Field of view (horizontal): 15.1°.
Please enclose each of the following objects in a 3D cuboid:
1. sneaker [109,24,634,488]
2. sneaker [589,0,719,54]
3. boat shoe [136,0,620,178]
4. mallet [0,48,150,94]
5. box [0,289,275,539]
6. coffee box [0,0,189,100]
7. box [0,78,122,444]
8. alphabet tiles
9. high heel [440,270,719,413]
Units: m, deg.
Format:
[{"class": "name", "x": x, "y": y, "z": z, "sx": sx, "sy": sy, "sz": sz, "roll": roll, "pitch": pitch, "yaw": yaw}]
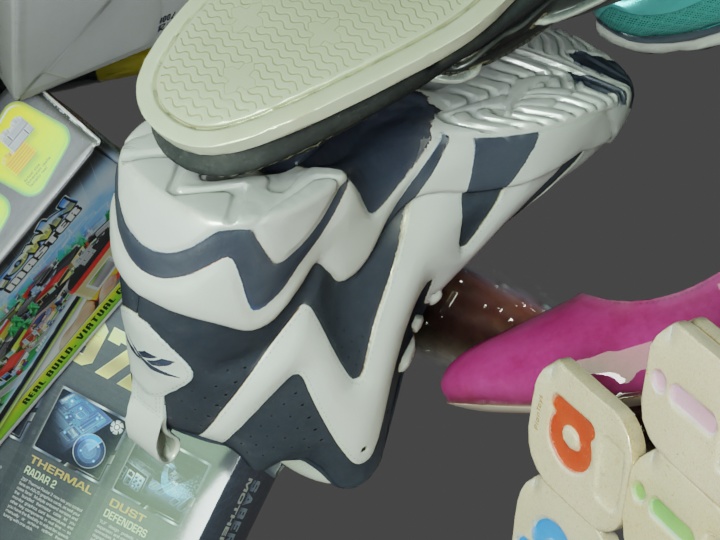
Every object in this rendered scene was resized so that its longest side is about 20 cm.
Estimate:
[{"class": "sneaker", "x": 0.000, "y": 0.000, "z": 0.839, "sx": 0.079, "sy": 0.199, "sz": 0.130, "roll": 32, "pitch": 129, "yaw": 25}, {"class": "sneaker", "x": 0.153, "y": -0.138, "z": 0.847, "sx": 0.199, "sy": 0.080, "sz": 0.078, "roll": -29, "pitch": 78, "yaw": 10}, {"class": "boat shoe", "x": 0.025, "y": -0.077, "z": 0.780, "sx": 0.199, "sy": 0.068, "sz": 0.072, "roll": -34, "pitch": 54, "yaw": -23}, {"class": "mallet", "x": -0.083, "y": -0.068, "z": 0.903, "sx": 0.198, "sy": 0.066, "sz": 0.041, "roll": -8, "pitch": 104, "yaw": 14}, {"class": "box", "x": -0.138, "y": 0.063, "z": 0.908, "sx": 0.199, "sy": 0.051, "sz": 0.159, "roll": 26, "pitch": 88, "yaw": 15}, {"class": "coffee box", "x": -0.098, "y": -0.164, "z": 0.805, "sx": 0.114, "sy": 0.080, "sz": 0.200, "roll": -24, "pitch": 62, "yaw": -21}, {"class": "box", "x": -0.140, "y": 0.038, "z": 0.829, "sx": 0.035, "sy": 0.110, "sz": 0.200, "roll": 40, "pitch": 90, "yaw": 15}, {"class": "alphabet tiles", "x": 0.102, "y": 0.119, "z": 0.751, "sx": 0.196, "sy": 0.015, "sz": 0.201, "roll": 42, "pitch": 135, "yaw": 47}, {"class": "high heel", "x": 0.116, "y": -0.014, "z": 0.848, "sx": 0.198, "sy": 0.067, "sz": 0.097, "roll": -13, "pitch": 91, "yaw": -3}]
